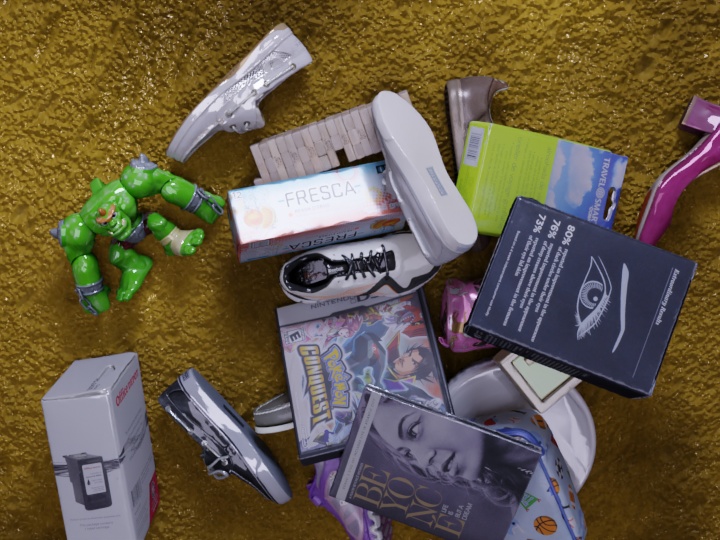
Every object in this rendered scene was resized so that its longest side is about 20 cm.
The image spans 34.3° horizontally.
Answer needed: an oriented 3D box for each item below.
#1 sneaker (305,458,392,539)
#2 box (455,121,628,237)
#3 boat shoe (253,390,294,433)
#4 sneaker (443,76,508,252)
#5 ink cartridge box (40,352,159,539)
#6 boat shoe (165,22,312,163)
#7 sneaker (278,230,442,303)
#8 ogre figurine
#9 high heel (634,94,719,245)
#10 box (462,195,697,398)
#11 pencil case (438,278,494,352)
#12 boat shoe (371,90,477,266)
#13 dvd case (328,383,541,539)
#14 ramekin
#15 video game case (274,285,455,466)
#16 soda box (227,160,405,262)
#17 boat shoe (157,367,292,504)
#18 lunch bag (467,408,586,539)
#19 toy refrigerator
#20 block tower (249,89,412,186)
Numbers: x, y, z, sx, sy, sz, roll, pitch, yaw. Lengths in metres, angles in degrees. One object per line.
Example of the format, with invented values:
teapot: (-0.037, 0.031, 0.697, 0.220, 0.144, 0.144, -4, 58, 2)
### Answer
sneaker: (-0.018, 0.275, 1.424, 0.088, 0.080, 0.202, -14, 98, 9)
box: (0.202, -0.091, 1.317, 0.199, 0.048, 0.123, 8, 98, -30)
boat shoe: (-0.040, 0.134, 1.390, 0.200, 0.072, 0.061, -23, 104, -2)
sneaker: (0.144, -0.121, 1.333, 0.075, 0.070, 0.202, -8, 104, 0)
ink cartridge box: (-0.300, 0.213, 1.365, 0.083, 0.145, 0.202, -6, 103, 3)
boat shoe: (-0.136, -0.186, 1.314, 0.069, 0.071, 0.200, 44, 98, -8)
sneaker: (0.000, 0.000, 1.335, 0.198, 0.080, 0.074, -13, 86, 6)
ogre figurine: (-0.267, -0.047, 1.337, 0.199, 0.098, 0.120, -30, 120, 21)
high heel: (0.388, -0.095, 1.341, 0.096, 0.067, 0.201, 24, 98, 5)
box: (0.225, 0.031, 1.211, 0.199, 0.104, 0.149, 22, 84, 5)
pencil case: (0.190, 0.052, 1.370, 0.198, 0.087, 0.083, 1, 134, -1)
boat shoe: (0.057, -0.099, 1.270, 0.068, 0.072, 0.201, -39, 77, 40)
dvd case: (0.078, 0.218, 1.260, 0.199, 0.016, 0.150, 20, 117, 4)
ramekin: (0.175, 0.194, 1.394, 0.201, 0.094, 0.204, 0, 103, 0)
video game case: (0.002, 0.110, 1.340, 0.179, 0.201, 0.026, -14, 147, 2)
soda box: (-0.049, -0.067, 1.315, 0.198, 0.064, 0.069, -11, 72, -11)
boat shoe: (-0.164, 0.213, 1.403, 0.068, 0.074, 0.200, -40, 100, 3)
lunch bag: (0.160, 0.261, 1.310, 0.159, 0.076, 0.201, -16, 105, 22)
toy refrigerator: (0.249, 0.065, 1.295, 0.200, 0.070, 0.076, -39, 91, -1)
block tower: (-0.032, -0.148, 1.333, 0.199, 0.054, 0.058, -20, 102, 3)
